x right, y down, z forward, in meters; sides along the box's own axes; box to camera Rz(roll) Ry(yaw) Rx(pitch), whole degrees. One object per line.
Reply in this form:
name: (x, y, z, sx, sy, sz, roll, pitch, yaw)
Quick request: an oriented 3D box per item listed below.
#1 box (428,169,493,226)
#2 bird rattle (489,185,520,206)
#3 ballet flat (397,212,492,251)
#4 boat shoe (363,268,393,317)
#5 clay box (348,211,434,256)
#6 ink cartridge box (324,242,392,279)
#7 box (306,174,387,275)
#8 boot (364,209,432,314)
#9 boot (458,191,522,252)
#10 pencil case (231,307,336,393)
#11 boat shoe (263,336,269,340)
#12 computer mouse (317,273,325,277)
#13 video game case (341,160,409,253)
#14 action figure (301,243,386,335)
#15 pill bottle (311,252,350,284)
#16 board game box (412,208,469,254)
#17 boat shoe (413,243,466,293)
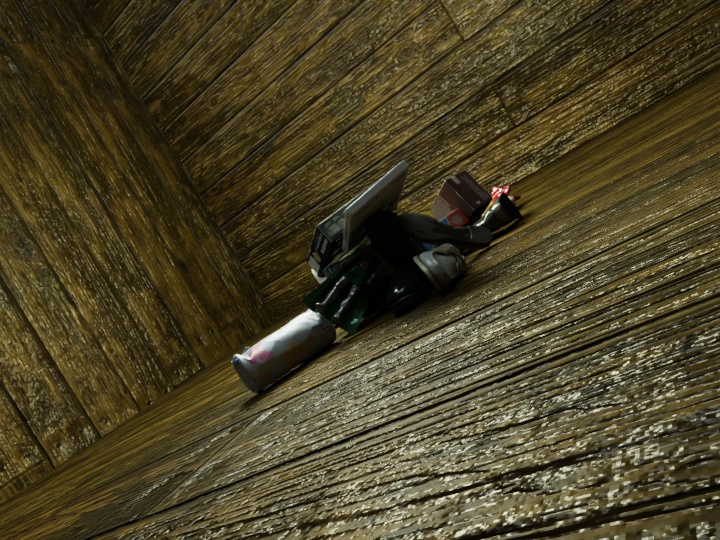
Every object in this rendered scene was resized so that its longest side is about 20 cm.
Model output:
box: (0.221, -0.130, 1.408, 0.075, 0.100, 0.200, -32, -19, -28)
bird rattle: (0.368, -0.166, 1.650, 0.200, 0.113, 0.163, -18, 11, -11)
ballet flat: (0.163, -0.071, 1.189, 0.200, 0.067, 0.046, 8, -32, -4)
boat shoe: (0.031, 0.054, 1.196, 0.200, 0.072, 0.068, -18, 31, -24)
clay box: (0.074, -0.066, 1.331, 0.200, 0.048, 0.115, -19, -22, -43)
ink cartridge box: (0.026, -0.012, 1.234, 0.200, 0.050, 0.109, -28, -19, -7)
box: (-0.017, -0.092, 1.227, 0.200, 0.046, 0.159, -40, -11, -26)
boot: (0.058, -0.021, 1.074, 0.076, 0.168, 0.200, -33, 1, 22)
boot: (0.266, -0.094, 1.335, 0.174, 0.069, 0.200, -39, -9, 25)
pencil case: (-0.141, 0.147, 1.118, 0.200, 0.083, 0.091, -31, 24, -25)
boat shoe: (-0.203, 0.184, 1.317, 0.084, 0.069, 0.200, -31, 2, 0)
computer mouse: (0.000, 0.000, 1.371, 0.200, 0.044, 0.110, -5, -2, -31)
video game case: (0.024, -0.114, 1.117, 0.143, 0.018, 0.200, -42, -10, -14)
action figure: (-0.007, 0.012, 1.136, 0.200, 0.118, 0.055, -53, -6, -26)
pill bottle: (-0.018, -0.037, 1.476, 0.200, 0.114, 0.114, -43, 0, 11)
board game box: (0.146, -0.043, 1.363, 0.153, 0.040, 0.200, -35, -11, -34)
boat shoe: (0.140, -0.013, 1.011, 0.068, 0.075, 0.200, -36, 0, 10)
